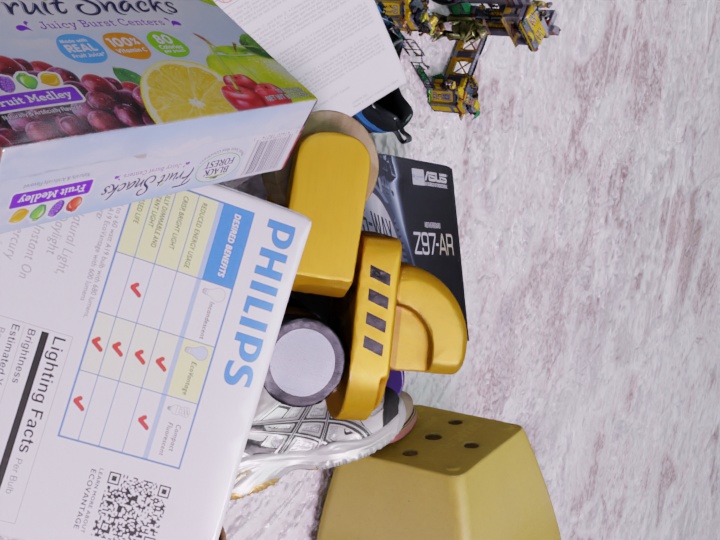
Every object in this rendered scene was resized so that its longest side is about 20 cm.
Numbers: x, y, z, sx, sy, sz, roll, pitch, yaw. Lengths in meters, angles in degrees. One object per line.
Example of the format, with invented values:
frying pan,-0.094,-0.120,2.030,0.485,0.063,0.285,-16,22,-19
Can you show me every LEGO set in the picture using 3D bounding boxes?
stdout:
LEGO set,0.111,-0.239,0.959,0.155,0.114,0.201,-62,142,-24

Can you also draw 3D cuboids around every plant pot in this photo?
plant pot,0.073,0.242,0.985,0.199,0.197,0.180,-20,111,-52

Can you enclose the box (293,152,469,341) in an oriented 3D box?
box,0.018,-0.013,0.853,0.199,0.043,0.164,2,82,-55

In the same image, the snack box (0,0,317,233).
snack box,-0.134,-0.097,0.492,0.199,0.142,0.053,-21,149,-53

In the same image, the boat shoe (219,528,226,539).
boat shoe,-0.168,0.250,0.730,0.201,0.069,0.071,-57,145,-29

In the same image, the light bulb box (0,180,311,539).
light bulb box,-0.156,0.037,0.553,0.197,0.125,0.202,18,84,-16

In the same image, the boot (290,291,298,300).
boot,-0.038,-0.011,0.863,0.200,0.069,0.149,40,60,-54

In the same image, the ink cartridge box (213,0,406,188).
ink cartridge box,-0.073,-0.174,0.703,0.161,0.050,0.201,-31,130,-2

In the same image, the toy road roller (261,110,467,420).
toy road roller,0.000,0.000,0.700,0.143,0.123,0.204,6,94,-13

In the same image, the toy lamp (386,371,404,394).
toy lamp,0.045,0.069,0.981,0.200,0.057,0.059,-34,128,-64

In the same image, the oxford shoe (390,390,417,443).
oxford shoe,-0.008,0.119,0.935,0.199,0.069,0.076,-1,95,-57

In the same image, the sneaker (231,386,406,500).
sneaker,-0.052,0.114,0.812,0.197,0.075,0.089,-15,94,-28

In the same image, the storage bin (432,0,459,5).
storage bin,0.067,-0.331,0.794,0.201,0.134,0.094,52,52,-13

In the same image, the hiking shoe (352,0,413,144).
hiking shoe,-0.001,-0.205,0.830,0.074,0.086,0.203,-44,133,-40
